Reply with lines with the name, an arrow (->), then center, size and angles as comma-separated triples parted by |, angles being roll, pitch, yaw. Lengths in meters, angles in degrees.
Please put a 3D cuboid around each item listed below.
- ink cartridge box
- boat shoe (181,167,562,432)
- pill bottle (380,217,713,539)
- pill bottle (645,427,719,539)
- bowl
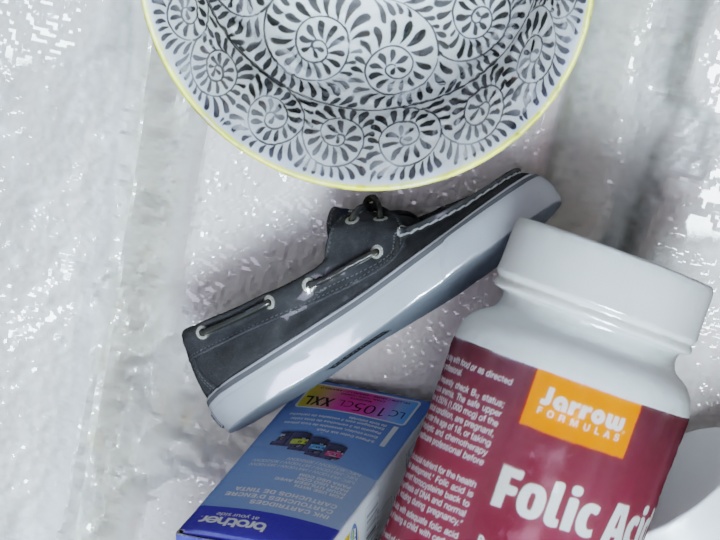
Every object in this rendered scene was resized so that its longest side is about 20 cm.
ink cartridge box -> -0.027, 0.156, 1.122 | 0.076, 0.200, 0.137 | 7, 114, 17
boat shoe -> 0.000, 0.000, 1.134 | 0.200, 0.070, 0.066 | -34, 81, 14
pill bottle -> 0.083, 0.085, 1.071 | 0.114, 0.114, 0.200 | 20, 91, -1
pill bottle -> 0.198, 0.182, 1.153 | 0.120, 0.120, 0.200 | -28, 106, 18
bowl -> 0.006, -0.146, 1.051 | 0.200, 0.094, 0.201 | 3, 114, 6
